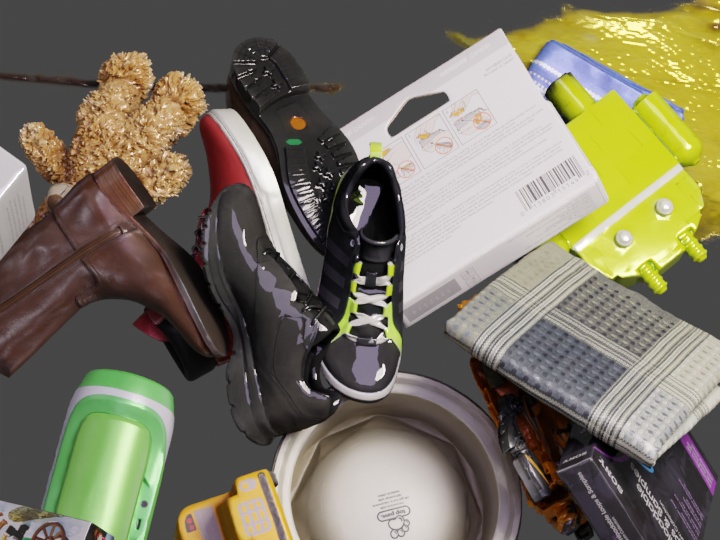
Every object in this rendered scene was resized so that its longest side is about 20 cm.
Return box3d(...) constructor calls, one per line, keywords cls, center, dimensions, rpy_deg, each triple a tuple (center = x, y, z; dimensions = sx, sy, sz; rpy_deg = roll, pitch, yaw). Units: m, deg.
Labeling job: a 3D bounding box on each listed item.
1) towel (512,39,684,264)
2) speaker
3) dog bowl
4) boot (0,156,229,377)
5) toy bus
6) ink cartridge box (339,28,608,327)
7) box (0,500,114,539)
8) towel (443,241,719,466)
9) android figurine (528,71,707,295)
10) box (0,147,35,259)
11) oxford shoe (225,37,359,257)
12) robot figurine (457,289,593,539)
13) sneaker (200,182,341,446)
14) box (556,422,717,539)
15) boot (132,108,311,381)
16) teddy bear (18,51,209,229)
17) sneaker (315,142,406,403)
box3d(cls="towel", center=(0.177, -0.090, 1.768), dimensions=(0.144, 0.024, 0.201), rpy_deg=(30, 70, 5))
box3d(cls="speaker", center=(-0.203, 0.183, 1.595), dimensions=(0.088, 0.089, 0.202), rpy_deg=(14, 70, -2))
box3d(cls="dog bowl", center=(0.023, 0.185, 1.627), dimensions=(0.198, 0.074, 0.202), rpy_deg=(2, 70, -7))
box3d(cls="boot", center=(-0.222, 0.038, 1.626), dimensions=(0.199, 0.064, 0.187), rpy_deg=(-35, 77, 11))
box3d(cls="toy bus", center=(-0.096, 0.208, 1.536), dimensions=(0.078, 0.200, 0.066), rpy_deg=(-16, 73, -12))
box3d(cls="ink cartridge box", center=(0.078, -0.078, 1.706), dimensions=(0.199, 0.045, 0.177), rpy_deg=(-32, 58, 5))
box3d(cls="box", center=(-0.293, 0.238, 1.537), dimensions=(0.198, 0.038, 0.138), rpy_deg=(8, 68, 29))
box3d(cls="towel", center=(0.180, 0.063, 1.587), dimensions=(0.192, 0.035, 0.200), rpy_deg=(31, 32, 17))
box3d(cls="android figurine", center=(0.206, -0.068, 1.734), dimensions=(0.181, 0.041, 0.200), rpy_deg=(-35, 75, -14))
box3d(cls="box", center=(-0.365, -0.027, 1.552), dimensions=(0.152, 0.106, 0.200), rpy_deg=(35, 71, 8))
box3d(cls="oxford shoe", center=(-0.053, -0.089, 1.710), dimensions=(0.072, 0.085, 0.201), rpy_deg=(-16, 69, -26))
box3d(cls="robot figurine", center=(0.139, 0.115, 1.619), dimensions=(0.058, 0.145, 0.201), rpy_deg=(-30, 54, 14))
box3d(cls="sneaker", center=(-0.063, 0.029, 1.589), dimensions=(0.090, 0.076, 0.202), rpy_deg=(-14, 88, 22))
box3d(cls="box", center=(0.216, 0.157, 1.589), dimensions=(0.144, 0.036, 0.200), rpy_deg=(57, 28, -13))
box3d(cls="boot", center=(-0.128, -0.020, 1.664), dimensions=(0.143, 0.072, 0.202), rpy_deg=(-19, 93, -11))
box3d(cls="teddy bear", center=(-0.207, -0.096, 1.701), dimensions=(0.145, 0.067, 0.200), rpy_deg=(42, 71, 11))
box3d(cls="sneaker", center=(0.000, 0.000, 1.606), dimensions=(0.071, 0.083, 0.202), rpy_deg=(1, 75, -5))
